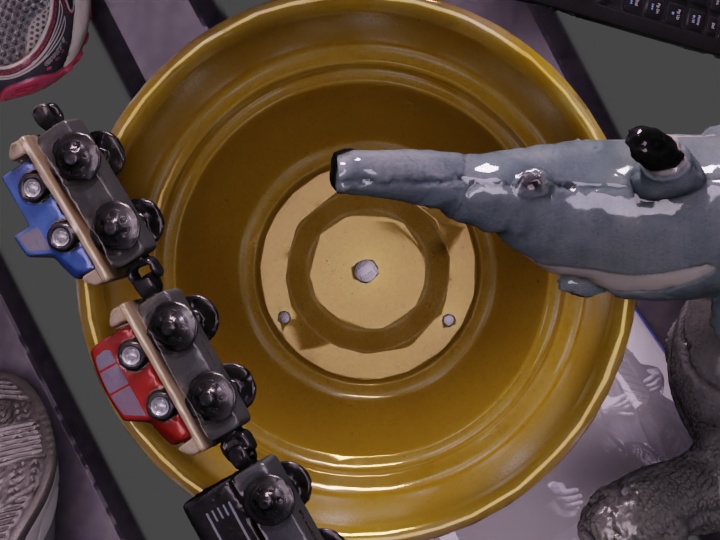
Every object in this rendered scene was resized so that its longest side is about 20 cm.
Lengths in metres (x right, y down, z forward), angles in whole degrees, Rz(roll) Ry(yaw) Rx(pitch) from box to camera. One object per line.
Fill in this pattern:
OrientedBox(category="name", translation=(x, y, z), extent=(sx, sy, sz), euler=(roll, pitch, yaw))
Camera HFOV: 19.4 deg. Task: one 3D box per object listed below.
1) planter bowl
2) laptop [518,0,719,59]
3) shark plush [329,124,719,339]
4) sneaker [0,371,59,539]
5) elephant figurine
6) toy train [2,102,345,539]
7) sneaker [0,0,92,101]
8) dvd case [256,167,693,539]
OrientedBox(category="planter bowl", translation=(0.000, 0.000, 0.794), extent=(0.200, 0.083, 0.201), euler=(0, 89, 3))
OrientedBox(category="laptop", translation=(0.171, -0.171, 0.806), extent=(0.200, 0.103, 0.177), euler=(12, 88, -27))
OrientedBox(category="shark plush", translation=(0.093, -0.035, 0.698), extent=(0.200, 0.083, 0.091), euler=(16, 70, -7))
OrientedBox(category="sneaker", translation=(-0.147, 0.148, 0.832), extent=(0.084, 0.121, 0.200), euler=(-1, 48, -4))
OrientedBox(category="elephant figurine", translation=(0.176, 0.019, 0.787), extent=(0.200, 0.155, 0.142), euler=(3, 111, -6))
OrientedBox(category="toy train", translation=(-0.068, 0.033, 0.734), extent=(0.046, 0.034, 0.200), euler=(-30, 88, 15))
OrientedBox(category="sneaker", translation=(-0.170, -0.163, 0.842), extent=(0.081, 0.075, 0.200), euler=(-21, 88, 2))
OrientedBox(category="dvd case", translation=(0.034, 0.034, 0.853), extent=(0.150, 0.025, 0.200), euler=(-34, 87, 2))
